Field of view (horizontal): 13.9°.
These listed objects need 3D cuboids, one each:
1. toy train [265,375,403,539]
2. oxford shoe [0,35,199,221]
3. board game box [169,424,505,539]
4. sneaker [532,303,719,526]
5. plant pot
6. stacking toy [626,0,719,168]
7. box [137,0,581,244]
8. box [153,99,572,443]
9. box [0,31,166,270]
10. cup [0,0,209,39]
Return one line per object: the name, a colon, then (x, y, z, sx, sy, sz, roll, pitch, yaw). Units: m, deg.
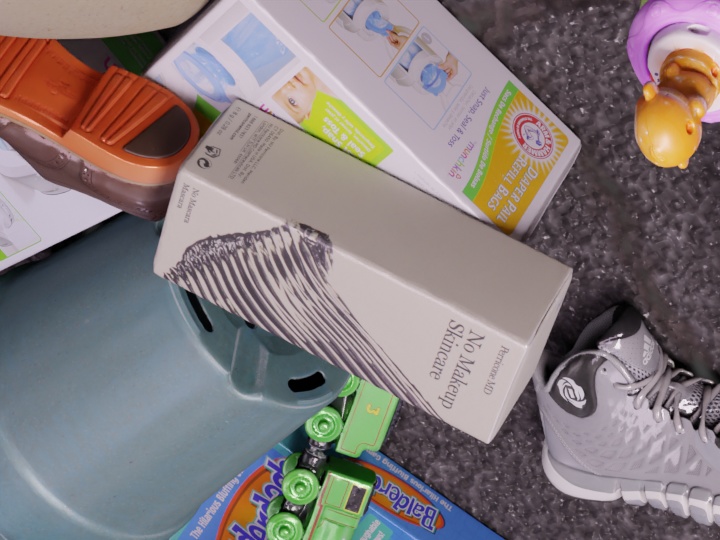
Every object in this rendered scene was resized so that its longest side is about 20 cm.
toy train: (-0.023, 0.136, 1.743, 0.056, 0.042, 0.201, 18, 106, -6)
oxford shoe: (-0.179, -0.086, 1.549, 0.199, 0.071, 0.073, 32, 145, 11)
board game box: (-0.008, 0.176, 1.826, 0.199, 0.045, 0.152, 35, 136, 1)
sneaker: (0.176, 0.073, 1.609, 0.199, 0.075, 0.116, 1, 125, 31)
plant pot: (-0.119, 0.052, 1.694, 0.196, 0.201, 0.200, -33, 106, 35)
stacking toy: (0.166, -0.110, 1.364, 0.109, 0.200, 0.116, -7, 124, 34)
box: (0.000, -0.081, 1.559, 0.200, 0.102, 0.112, 43, 135, -9)
box: (0.000, 0.000, 1.505, 0.199, 0.068, 0.082, 26, 134, 9)
box: (-0.214, -0.112, 1.663, 0.176, 0.097, 0.200, -24, 112, 41)
cup: (-0.137, -0.198, 1.500, 0.143, 0.201, 0.200, 23, 144, -31)
